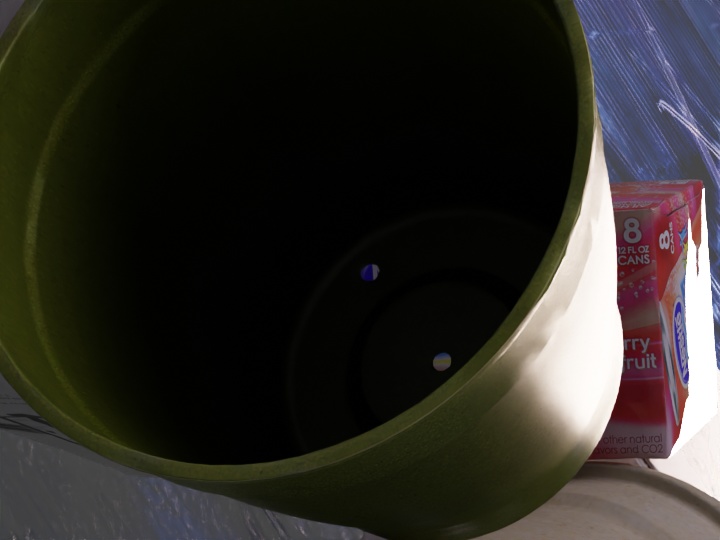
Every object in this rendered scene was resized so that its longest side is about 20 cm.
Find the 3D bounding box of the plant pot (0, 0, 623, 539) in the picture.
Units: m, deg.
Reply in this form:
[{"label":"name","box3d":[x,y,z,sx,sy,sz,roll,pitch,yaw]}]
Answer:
[{"label":"plant pot","box3d":[0.000,0.000,0.895,0.201,0.199,0.193,68,8,27]}]

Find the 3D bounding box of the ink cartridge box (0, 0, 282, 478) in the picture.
[{"label":"ink cartridge box","box3d":[-0.090,-0.015,0.986,0.200,0.084,0.147,26,68,-57]}]

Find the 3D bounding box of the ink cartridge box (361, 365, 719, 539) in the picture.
[{"label":"ink cartridge box","box3d":[0.085,0.097,1.258,0.083,0.145,0.200,56,19,-14]}]

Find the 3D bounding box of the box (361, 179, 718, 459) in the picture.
[{"label":"box","box3d":[0.037,0.020,1.124,0.095,0.199,0.101,-23,110,-69]}]

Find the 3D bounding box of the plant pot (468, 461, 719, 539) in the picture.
[{"label":"plant pot","box3d":[0.041,0.171,0.996,0.183,0.200,0.201,3,56,-55]}]
